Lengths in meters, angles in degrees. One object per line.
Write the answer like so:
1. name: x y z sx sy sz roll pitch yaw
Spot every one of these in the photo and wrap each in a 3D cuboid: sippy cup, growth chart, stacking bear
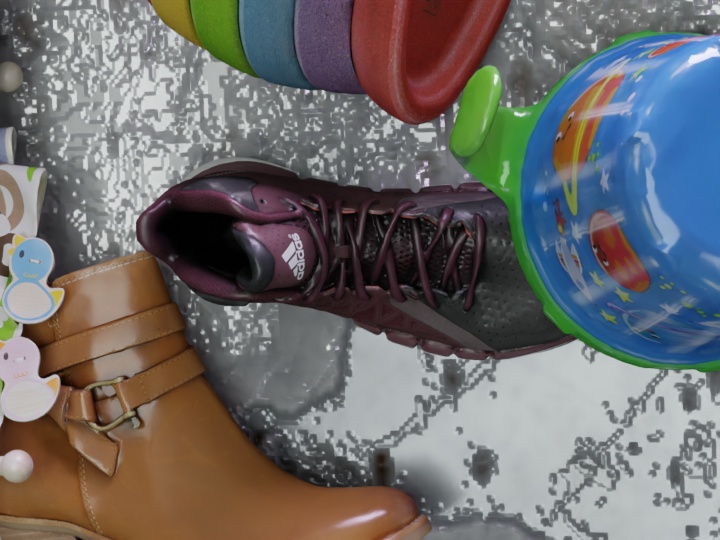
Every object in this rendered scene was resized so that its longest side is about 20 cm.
1. sippy cup: 0.132 -0.031 0.805 0.177 0.130 0.140 -19 89 -8
2. growth chart: -0.194 0.001 0.940 0.144 0.018 0.201 -9 71 21
3. stacking bear: -0.047 -0.141 0.882 0.199 0.121 0.114 20 93 22

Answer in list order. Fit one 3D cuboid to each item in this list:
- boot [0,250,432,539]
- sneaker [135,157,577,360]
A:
1. boot: -0.075 0.067 0.925 0.199 0.074 0.156 -9 89 13
2. sneaker: 0.000 0.000 0.873 0.199 0.115 0.076 7 97 15
